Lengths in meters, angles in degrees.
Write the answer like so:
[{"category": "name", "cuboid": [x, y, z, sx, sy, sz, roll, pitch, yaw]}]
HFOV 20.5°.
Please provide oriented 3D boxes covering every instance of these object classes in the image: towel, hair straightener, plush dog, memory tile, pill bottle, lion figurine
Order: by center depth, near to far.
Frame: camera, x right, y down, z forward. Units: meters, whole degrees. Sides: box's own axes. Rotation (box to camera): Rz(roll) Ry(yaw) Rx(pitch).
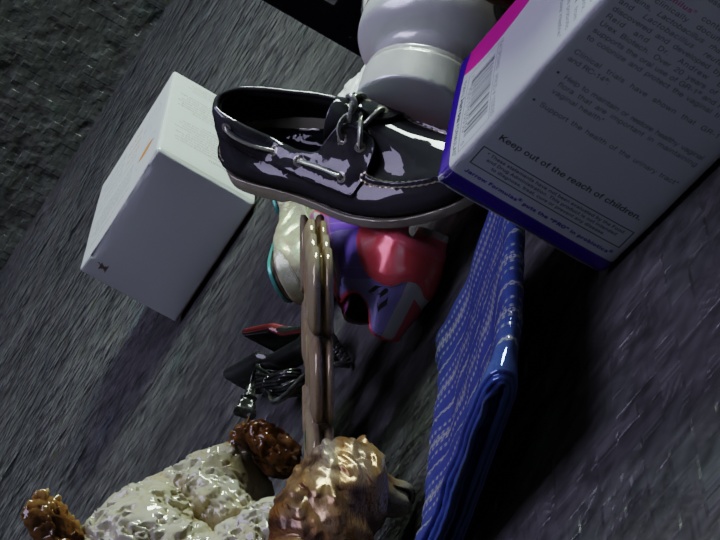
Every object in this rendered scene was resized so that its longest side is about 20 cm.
[{"category": "towel", "cuboid": [0.055, 0.044, 1.008, 0.200, 0.024, 0.145, -82, 7, -53]}, {"category": "lion figurine", "cuboid": [-0.040, 0.184, 1.043, 0.200, 0.072, 0.122, -56, 21, 8]}, {"category": "memory tile", "cuboid": [-0.026, 0.049, 1.183, 0.200, 0.017, 0.154, -106, 15, -81]}, {"category": "plush dog", "cuboid": [-0.112, 0.172, 1.221, 0.200, 0.160, 0.172, -56, -8, 20]}, {"category": "pill bottle", "cuboid": [0.062, -0.172, 1.289, 0.111, 0.111, 0.200, -40, 25, 54]}, {"category": "hair straightener", "cuboid": [-0.054, 0.075, 1.387, 0.077, 0.041, 0.200, -65, 19, -13]}]

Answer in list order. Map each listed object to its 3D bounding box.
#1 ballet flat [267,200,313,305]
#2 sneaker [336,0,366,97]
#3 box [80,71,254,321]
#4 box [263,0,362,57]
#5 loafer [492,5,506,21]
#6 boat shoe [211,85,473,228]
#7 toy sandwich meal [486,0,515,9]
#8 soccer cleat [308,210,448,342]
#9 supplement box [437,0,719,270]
[{"category": "ballet flat", "cuboid": [-0.031, -0.039, 1.493, 0.062, 0.067, 0.200, -27, 29, 14]}, {"category": "sneaker", "cuboid": [0.039, -0.166, 1.460, 0.079, 0.074, 0.200, -24, 44, 52]}, {"category": "box", "cuboid": [-0.180, -0.074, 1.932, 0.152, 0.106, 0.200, -54, 16, 23]}, {"category": "box", "cuboid": [-0.017, -0.288, 1.601, 0.104, 0.200, 0.182, -49, 19, 41]}, {"category": "loafer", "cuboid": [0.113, -0.152, 1.137, 0.070, 0.070, 0.200, -42, 24, 52]}, {"category": "boat shoe", "cuboid": [-0.010, -0.076, 1.216, 0.200, 0.063, 0.073, 10, 49, 36]}, {"category": "toy sandwich meal", "cuboid": [0.144, -0.194, 1.013, 0.205, 0.205, 0.070, -52, 55, 31]}, {"category": "soccer cleat", "cuboid": [0.000, 0.000, 1.283, 0.077, 0.067, 0.200, -66, 18, -4]}, {"category": "supplement box", "cuboid": [0.136, -0.110, 0.948, 0.200, 0.103, 0.101, -50, 18, 41]}]
